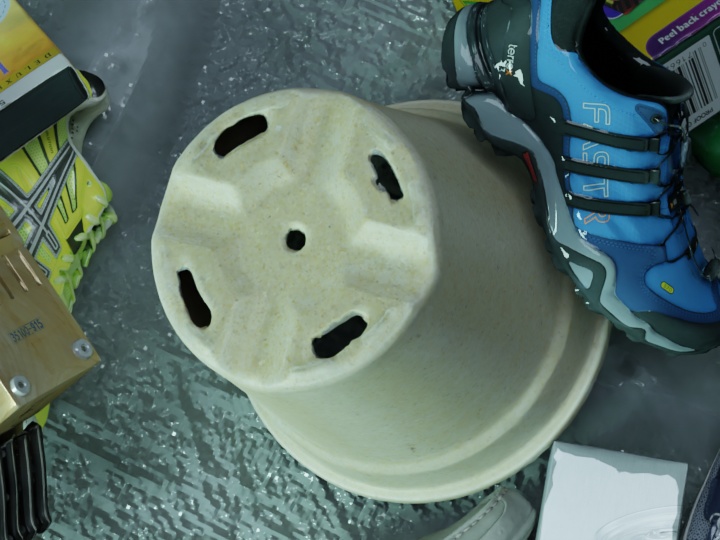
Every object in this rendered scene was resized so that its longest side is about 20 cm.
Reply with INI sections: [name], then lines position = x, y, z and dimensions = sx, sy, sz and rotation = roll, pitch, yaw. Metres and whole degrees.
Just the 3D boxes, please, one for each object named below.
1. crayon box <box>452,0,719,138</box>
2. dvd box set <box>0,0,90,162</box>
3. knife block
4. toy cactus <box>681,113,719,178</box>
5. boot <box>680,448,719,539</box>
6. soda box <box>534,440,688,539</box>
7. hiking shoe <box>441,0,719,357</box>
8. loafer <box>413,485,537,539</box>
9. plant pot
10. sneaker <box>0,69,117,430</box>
[crayon box]
position = 0.163, -0.160, 1.266
dimensions = 0.200, 0.058, 0.173
rotation = -33, 41, -8
[dvd box set]
position = -0.242, -0.105, 1.277
dimensions = 0.146, 0.029, 0.200
rotation = -36, 49, -7
[knife block]
position = -0.214, 0.052, 1.200
dimensions = 0.175, 0.064, 0.200
rotation = -36, 87, 37
[toy cactus]
position = 0.171, -0.071, 1.275
dimensions = 0.165, 0.102, 0.200
rotation = 29, 78, 29
[boot]
position = 0.197, 0.099, 1.206
dimensions = 0.072, 0.090, 0.201
rotation = 16, 72, 10
[soda box]
position = 0.106, 0.186, 1.201
dimensions = 0.068, 0.063, 0.201
rotation = 10, 74, 5
[hiking shoe]
position = 0.120, -0.046, 1.146
dimensions = 0.087, 0.074, 0.200
rotation = -27, 110, 31
[loafer]
position = -0.005, 0.161, 1.210
dimensions = 0.200, 0.070, 0.070
rotation = -36, 84, -8
[plant pot]
position = 0.000, 0.000, 1.171
dimensions = 0.200, 0.183, 0.201
rotation = -3, 80, 19
[sneaker]
position = -0.162, -0.016, 1.267
dimensions = 0.076, 0.075, 0.201
rotation = -4, 74, 3
